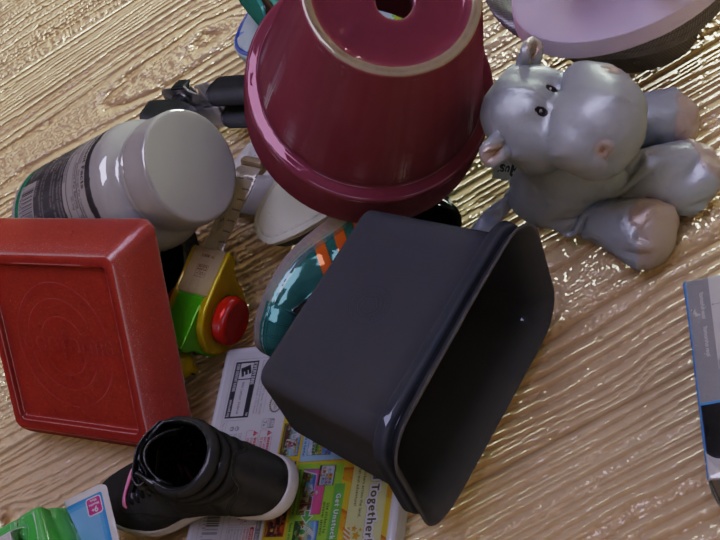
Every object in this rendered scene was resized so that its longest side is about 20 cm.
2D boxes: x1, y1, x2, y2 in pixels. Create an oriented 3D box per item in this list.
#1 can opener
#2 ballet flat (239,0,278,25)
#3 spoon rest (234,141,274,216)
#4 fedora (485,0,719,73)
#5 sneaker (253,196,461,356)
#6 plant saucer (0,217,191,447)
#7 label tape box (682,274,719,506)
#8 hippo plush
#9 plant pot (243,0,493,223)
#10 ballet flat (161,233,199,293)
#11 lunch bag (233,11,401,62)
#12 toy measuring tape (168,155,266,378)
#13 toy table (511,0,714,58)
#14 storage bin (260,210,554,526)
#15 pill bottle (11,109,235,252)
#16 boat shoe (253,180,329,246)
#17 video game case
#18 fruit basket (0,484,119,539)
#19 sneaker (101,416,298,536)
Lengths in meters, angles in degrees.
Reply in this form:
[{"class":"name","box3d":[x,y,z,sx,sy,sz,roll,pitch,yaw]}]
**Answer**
[{"class":"can opener","box3d":[-0.126,-0.151,1.106,0.199,0.053,0.067,1,49,42]},{"class":"ballet flat","box3d":[-0.054,-0.216,1.023,0.070,0.068,0.201,-20,54,-9]},{"class":"spoon rest","box3d":[-0.116,-0.090,1.089,0.198,0.061,0.100,0,57,14]},{"class":"fedora","box3d":[0.204,-0.225,0.959,0.198,0.090,0.179,-1,61,16]},{"class":"sneaker","box3d":[0.000,0.000,0.936,0.080,0.072,0.200,30,70,37]},{"class":"plant saucer","box3d":[-0.238,0.058,0.973,0.198,0.202,0.037,2,18,32]},{"class":"label tape box","box3d":[0.312,0.062,0.727,0.198,0.066,0.145,-13,54,24]},{"class":"hippo plush","box3d":[0.159,-0.108,0.863,0.198,0.161,0.160,11,66,34]},{"class":"plant pot","box3d":[0.012,-0.159,0.866,0.198,0.179,0.202,2,71,-6]},{"class":"ballet flat","box3d":[-0.180,0.015,1.046,0.066,0.057,0.202,-20,52,19]},{"class":"lunch bag","box3d":[-0.013,-0.227,1.094,0.199,0.083,0.162,16,68,36]},{"class":"toy measuring tape","box3d":[-0.117,0.003,1.002,0.073,0.074,0.202,9,69,34]},{"class":"toy table","box3d":[0.195,-0.256,0.857,0.200,0.117,0.184,-40,58,-7]},{"class":"storage bin","box3d":[0.033,0.057,0.830,0.133,0.146,0.201,19,63,32]},{"class":"pill bottle","box3d":[-0.203,-0.063,1.002,0.199,0.113,0.114,-16,51,43]},{"class":"boat shoe","box3d":[-0.004,-0.085,1.008,0.201,0.060,0.072,-40,57,10]},{"class":"video game case","box3d":[-0.043,0.147,0.904,0.180,0.023,0.202,-7,56,26]},{"class":"fruit basket","box3d":[-0.241,0.287,0.874,0.184,0.094,0.202,-30,58,22]},{"class":"sneaker","box3d":[-0.151,0.151,0.882,0.198,0.099,0.071,-12,56,34]}]
